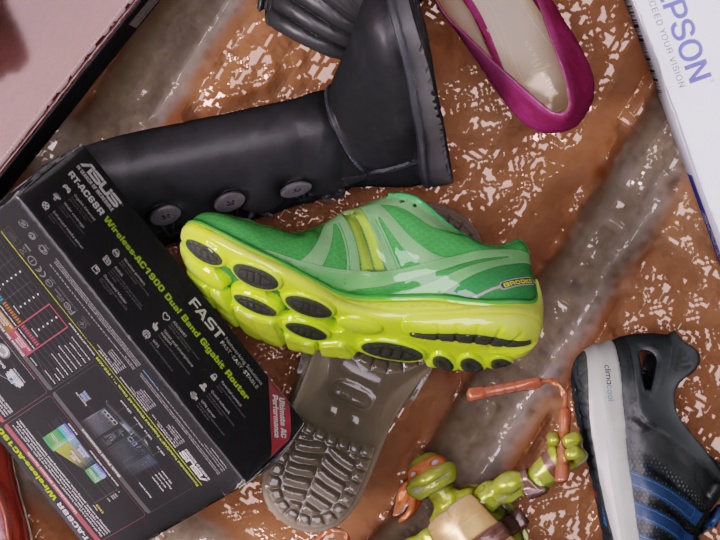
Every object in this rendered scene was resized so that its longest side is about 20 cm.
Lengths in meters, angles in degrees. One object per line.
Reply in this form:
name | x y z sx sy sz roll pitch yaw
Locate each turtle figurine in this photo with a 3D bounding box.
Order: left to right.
turtle figurine | 0.063 0.166 1.657 0.200 0.064 0.161 -35 80 6

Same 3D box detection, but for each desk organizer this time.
desk organizer | -0.178 -0.131 1.636 0.077 0.072 0.200 39 94 0

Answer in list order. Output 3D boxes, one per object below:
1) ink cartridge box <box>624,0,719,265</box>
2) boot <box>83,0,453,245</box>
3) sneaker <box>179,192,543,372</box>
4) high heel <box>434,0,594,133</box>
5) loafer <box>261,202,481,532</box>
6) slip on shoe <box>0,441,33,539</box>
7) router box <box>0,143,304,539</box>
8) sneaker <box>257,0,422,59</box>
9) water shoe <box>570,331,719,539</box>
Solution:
ink cartridge box | 0.269 -0.103 1.645 0.200 0.043 0.197 -21 94 4
boot | -0.057 -0.079 1.601 0.200 0.165 0.066 -9 55 3
sneaker | 0.000 0.000 1.594 0.200 0.074 0.084 12 57 -9
high heel | 0.060 -0.162 1.615 0.067 0.096 0.200 -29 94 3
loafer | -0.001 0.052 1.651 0.076 0.068 0.200 33 78 -8
slip on shoe | -0.233 0.094 1.659 0.074 0.061 0.200 -17 91 4
router box | -0.145 0.049 1.609 0.200 0.062 0.150 52 136 -6
sneaker | -0.045 -0.196 1.628 0.200 0.071 0.099 46 124 17
water shoe | 0.173 0.134 1.650 0.079 0.072 0.200 -12 96 -2
